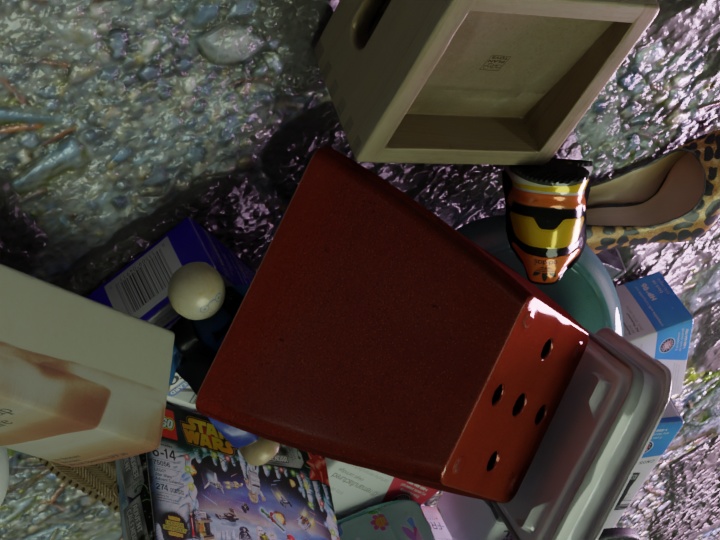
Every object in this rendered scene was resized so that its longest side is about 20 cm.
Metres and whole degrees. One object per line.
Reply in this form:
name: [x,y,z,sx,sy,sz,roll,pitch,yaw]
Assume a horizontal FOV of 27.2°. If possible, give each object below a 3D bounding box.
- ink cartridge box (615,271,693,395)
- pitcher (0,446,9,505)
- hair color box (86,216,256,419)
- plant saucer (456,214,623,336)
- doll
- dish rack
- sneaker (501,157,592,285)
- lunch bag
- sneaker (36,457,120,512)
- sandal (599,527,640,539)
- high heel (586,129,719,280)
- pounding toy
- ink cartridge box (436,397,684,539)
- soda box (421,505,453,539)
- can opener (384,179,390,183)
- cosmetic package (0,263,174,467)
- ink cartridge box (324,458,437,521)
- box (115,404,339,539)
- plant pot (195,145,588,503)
ink cartridge box: [0.199,0.089,1.375,0.199,0.068,0.116,-19,140,-12]
pitcher: [-0.311,0.088,1.029,0.171,0.121,0.200,-40,132,-12]
hair color box: [-0.110,0.055,1.149,0.109,0.065,0.200,-37,142,8]
plant saucer: [0.124,0.056,1.188,0.199,0.027,0.201,-1,94,-15]
doll: [-0.089,0.058,1.078,0.136,0.048,0.200,-36,139,-8]
dish rack: [0.146,0.123,1.081,0.043,0.200,0.172,25,95,-9]
sneaker: [0.136,-0.038,1.118,0.070,0.200,0.090,6,98,7]
lunch bag: [-0.016,0.292,1.318,0.199,0.077,0.161,-20,143,-15]
sneaker: [-0.184,0.130,1.190,0.200,0.113,0.071,42,117,-18]
sandal: [0.148,0.259,1.312,0.200,0.048,0.075,-22,144,5]
high heel: [0.230,-0.069,1.223,0.200,0.072,0.142,-43,141,23]
pounding toy: [0.093,-0.187,0.979,0.183,0.143,0.200,-2,144,-30]
ink cartridge box: [0.175,0.174,1.332,0.145,0.084,0.200,-3,136,-26]
soda box: [0.014,0.326,1.513,0.063,0.068,0.200,10,128,-39]
can opener: [0.000,0.000,1.174,0.063,0.079,0.200,8,137,14]
cosmetic package: [-0.230,0.058,0.961,0.103,0.088,0.200,-16,150,41]
ink cartridge box: [-0.051,0.208,1.335,0.200,0.086,0.147,-43,140,13]
box: [-0.098,0.186,1.143,0.040,0.137,0.200,-35,141,30]
plant pot: [0.040,0.059,1.038,0.200,0.176,0.200,-64,151,-2]
